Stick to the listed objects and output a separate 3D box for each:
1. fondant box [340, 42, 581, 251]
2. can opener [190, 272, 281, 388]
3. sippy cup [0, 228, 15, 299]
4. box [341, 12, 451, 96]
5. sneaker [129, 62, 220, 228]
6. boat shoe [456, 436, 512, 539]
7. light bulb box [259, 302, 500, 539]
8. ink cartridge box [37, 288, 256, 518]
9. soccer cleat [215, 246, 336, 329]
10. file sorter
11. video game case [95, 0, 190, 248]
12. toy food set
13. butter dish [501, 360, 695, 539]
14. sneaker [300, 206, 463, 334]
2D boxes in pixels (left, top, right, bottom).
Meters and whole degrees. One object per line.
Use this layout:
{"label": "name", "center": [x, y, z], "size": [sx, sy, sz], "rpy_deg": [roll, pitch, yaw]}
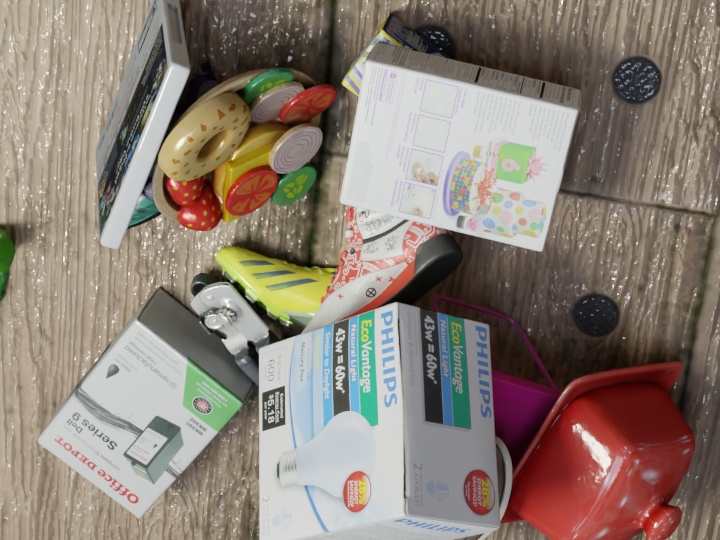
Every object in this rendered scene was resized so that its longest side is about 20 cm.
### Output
{"label": "fondant box", "center": [0.091, -0.114, 1.647], "size": [0.198, 0.058, 0.145], "rpy_deg": [14, 116, 5]}
{"label": "can opener", "center": [-0.102, 0.080, 1.849], "size": [0.052, 0.067, 0.200], "rpy_deg": [-28, 115, 23]}
{"label": "sippy cup", "center": [-0.451, 0.016, 1.843], "size": [0.139, 0.131, 0.178], "rpy_deg": [30, 116, -4]}
{"label": "box", "center": [0.084, -0.153, 1.698], "size": [0.199, 0.064, 0.070], "rpy_deg": [37, 116, -6]}
{"label": "sneaker", "center": [-0.196, -0.120, 1.778], "size": [0.200, 0.074, 0.088], "rpy_deg": [-36, 79, 23]}
{"label": "boat shoe", "center": [0.087, 0.238, 1.736], "size": [0.059, 0.072, 0.201], "rpy_deg": [-1, 138, -29]}
{"label": "light bulb box", "center": [0.014, 0.153, 1.649], "size": [0.124, 0.200, 0.199], "rpy_deg": [14, 156, -40]}
{"label": "ink cartridge box", "center": [-0.224, 0.144, 1.884], "size": [0.146, 0.084, 0.200], "rpy_deg": [38, 116, -7]}
{"label": "soccer cleat", "center": [-0.054, 0.022, 1.819], "size": [0.199, 0.065, 0.084], "rpy_deg": [32, 87, 0]}
{"label": "file sorter", "center": [0.082, 0.142, 1.783], "size": [0.138, 0.126, 0.200], "rpy_deg": [17, 122, -38]}
{"label": "video game case", "center": [-0.210, -0.150, 1.694], "size": [0.023, 0.182, 0.201], "rpy_deg": [16, 118, -19]}
{"label": "toy food set", "center": [-0.111, -0.116, 1.696], "size": [0.049, 0.197, 0.201], "rpy_deg": [49, 152, 27]}
{"label": "butter dish", "center": [0.254, 0.205, 1.742], "size": [0.148, 0.199, 0.200], "rpy_deg": [47, 122, 30]}
{"label": "sneaker", "center": [0.001, 0.000, 1.761], "size": [0.201, 0.067, 0.108], "rpy_deg": [-38, 62, 17]}
